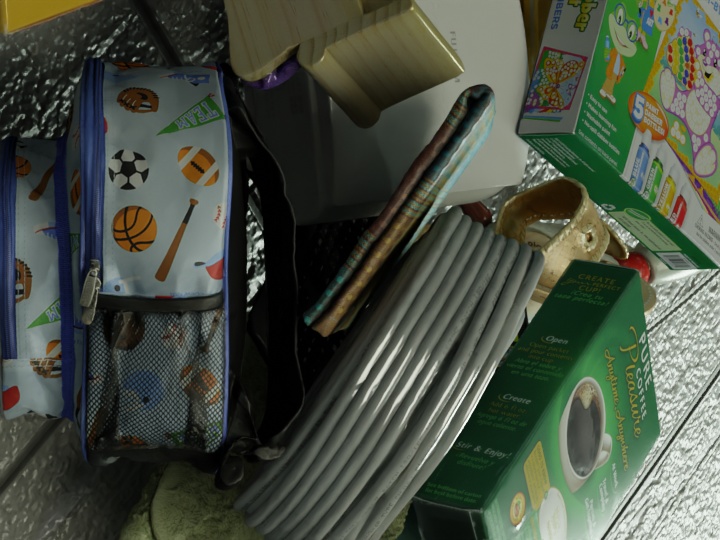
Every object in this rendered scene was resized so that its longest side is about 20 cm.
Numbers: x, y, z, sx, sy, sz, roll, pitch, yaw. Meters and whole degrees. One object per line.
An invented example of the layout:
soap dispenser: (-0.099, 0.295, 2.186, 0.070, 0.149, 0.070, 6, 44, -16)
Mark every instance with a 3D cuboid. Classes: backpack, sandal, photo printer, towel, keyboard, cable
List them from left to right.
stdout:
backpack: (-0.111, -0.011, 1.198, 0.153, 0.200, 0.191, 6, 101, -13)
towel: (-0.039, 0.118, 1.340, 0.037, 0.148, 0.200, -48, -169, 42)
keyboard: (0.000, 0.000, 1.375, 0.104, 0.039, 0.200, 60, 36, -31)
cable: (0.015, 0.061, 1.228, 0.200, 0.069, 0.200, -57, -179, -36)
photo printer: (0.022, -0.116, 1.373, 0.200, 0.069, 0.167, -8, 93, -48)
towel: (0.022, -0.031, 1.228, 0.147, 0.022, 0.200, -55, 177, 2)
sandal: (0.106, -0.021, 1.400, 0.211, 0.078, 0.070, 6, 117, -37)

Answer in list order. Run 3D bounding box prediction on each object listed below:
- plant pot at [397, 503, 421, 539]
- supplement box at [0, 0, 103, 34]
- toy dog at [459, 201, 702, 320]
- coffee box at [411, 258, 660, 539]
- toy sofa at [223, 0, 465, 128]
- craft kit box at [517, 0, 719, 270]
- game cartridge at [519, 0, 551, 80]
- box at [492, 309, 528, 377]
plant pot: (-0.030, 0.218, 1.387, 0.200, 0.141, 0.141, -58, -174, -36)
supplement box: (-0.174, -0.222, 1.078, 0.103, 0.131, 0.201, -28, 126, -42)
toy dog: (0.130, -0.021, 1.551, 0.200, 0.132, 0.097, -7, 72, -53)
coffee box: (0.097, 0.101, 1.276, 0.200, 0.044, 0.123, -53, 141, -40)
toy sofa: (-0.028, -0.175, 1.233, 0.097, 0.201, 0.083, -24, 154, 12)
craft kit box: (0.183, -0.129, 1.486, 0.200, 0.048, 0.198, 35, 61, -48)
game cartridge: (0.143, -0.227, 1.503, 0.200, 0.032, 0.177, -32, 125, -53)
box: (0.082, 0.119, 1.413, 0.160, 0.044, 0.201, -89, 174, -70)
